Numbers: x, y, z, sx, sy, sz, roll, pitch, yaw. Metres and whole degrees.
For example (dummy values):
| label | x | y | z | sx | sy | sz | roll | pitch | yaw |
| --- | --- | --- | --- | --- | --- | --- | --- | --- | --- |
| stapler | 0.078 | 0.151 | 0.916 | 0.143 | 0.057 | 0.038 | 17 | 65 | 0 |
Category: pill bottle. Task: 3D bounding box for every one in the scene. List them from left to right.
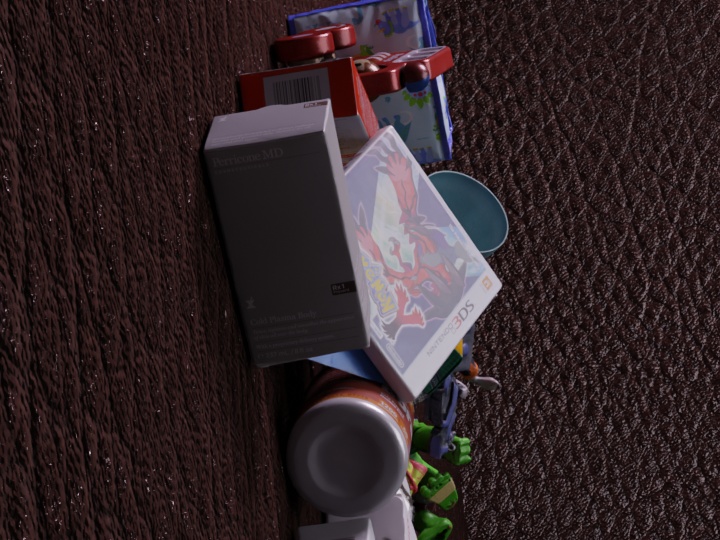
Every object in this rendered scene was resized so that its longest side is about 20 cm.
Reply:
| label | x | y | z | sx | sy | sz | roll | pitch | yaw |
| --- | --- | --- | --- | --- | --- | --- | --- | --- | --- |
| pill bottle | -0.006 | 0.147 | 1.574 | 0.200 | 0.112 | 0.113 | -73 | 153 | -76 |

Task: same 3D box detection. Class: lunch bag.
| label | x | y | z | sx | sy | sz | roll | pitch | yaw |
| --- | --- | --- | --- | --- | --- | --- | --- | --- | --- |
| lunch bag | 0.014 | -0.228 | 1.998 | 0.128 | 0.169 | 0.201 | -86 | 164 | -62 |

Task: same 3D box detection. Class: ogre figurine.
| label | x | y | z | sx | sy | sz | roll | pitch | yaw |
| --- | --- | --- | --- | --- | --- | --- | --- | --- | --- |
| ogre figurine | 0.062 | 0.260 | 1.978 | 0.120 | 0.098 | 0.201 | 43 | -36 | 44 |

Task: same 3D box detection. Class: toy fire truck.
| label | x | y | z | sx | sy | sz | roll | pitch | yaw |
| --- | --- | --- | --- | --- | --- | --- | --- | --- | --- |
| toy fire truck | 0.004 | -0.216 | 1.842 | 0.200 | 0.167 | 0.113 | -41 | 122 | -68 |

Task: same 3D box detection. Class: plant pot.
| label | x | y | z | sx | sy | sz | roll | pitch | yaw |
| --- | --- | --- | --- | --- | --- | --- | --- | --- | --- |
| plant pot | 0.176 | -0.078 | 3.322 | 0.135 | 0.199 | 0.201 | 125 | -30 | -45 |

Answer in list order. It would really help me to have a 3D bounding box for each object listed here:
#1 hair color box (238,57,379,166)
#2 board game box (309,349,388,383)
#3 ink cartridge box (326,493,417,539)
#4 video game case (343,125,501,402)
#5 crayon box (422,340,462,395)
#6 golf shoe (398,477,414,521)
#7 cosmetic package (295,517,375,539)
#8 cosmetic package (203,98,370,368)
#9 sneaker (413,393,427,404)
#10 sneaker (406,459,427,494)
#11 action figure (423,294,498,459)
| label | x | y | z | sx | sy | sz | roll | pitch | yaw |
| --- | --- | --- | --- | --- | --- | --- | --- | --- | --- |
| hair color box | -0.044 | -0.140 | 1.633 | 0.200 | 0.110 | 0.064 | 62 | 20 | -73 |
| board game box | -0.030 | 0.018 | 1.546 | 0.199 | 0.039 | 0.159 | 20 | 65 | -35 |
| ink cartridge box | 0.024 | 0.338 | 1.702 | 0.200 | 0.085 | 0.148 | 70 | 13 | -53 |
| video game case | 0.035 | -0.008 | 1.566 | 0.200 | 0.023 | 0.182 | 54 | 48 | -15 |
| crayon box | 0.013 | 0.023 | 1.672 | 0.200 | 0.058 | 0.119 | 40 | 17 | -10 |
| golf shoe | 0.002 | 0.207 | 1.803 | 0.094 | 0.077 | 0.201 | 45 | 29 | -61 |
| cosmetic package | -0.008 | 0.333 | 1.480 | 0.102 | 0.071 | 0.201 | -86 | 166 | -64 |
| cosmetic package | -0.058 | -0.032 | 1.385 | 0.090 | 0.106 | 0.201 | -88 | 166 | -63 |
| sneaker | 0.029 | 0.071 | 1.974 | 0.076 | 0.080 | 0.201 | 57 | 21 | -69 |
| sneaker | 0.032 | 0.246 | 1.878 | 0.078 | 0.090 | 0.201 | 67 | 16 | -66 |
| action figure | 0.087 | 0.106 | 1.901 | 0.193 | 0.104 | 0.201 | 2 | 100 | -55 |
